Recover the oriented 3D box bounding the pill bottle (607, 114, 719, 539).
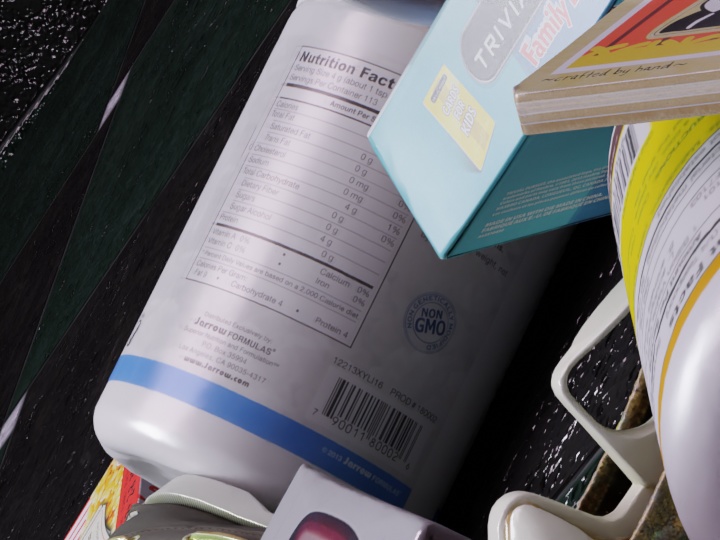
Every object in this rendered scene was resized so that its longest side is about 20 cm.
[{"bbox_3d":[0.113,0.011,0.627,0.109,0.109,0.200,-57,13,20],"label":"pill bottle"}]

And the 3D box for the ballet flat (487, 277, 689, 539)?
[{"bbox_3d":[0.073,0.058,0.795,0.201,0.070,0.071,-62,12,-2],"label":"ballet flat"}]

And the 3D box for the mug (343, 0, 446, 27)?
[{"bbox_3d":[0.030,-0.142,0.876,0.153,0.186,0.150,-152,84,-77],"label":"mug"}]

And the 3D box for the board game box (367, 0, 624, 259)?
[{"bbox_3d":[0.106,-0.094,0.771,0.150,0.047,0.200,-15,-28,-35],"label":"board game box"}]

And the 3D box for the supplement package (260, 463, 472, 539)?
[{"bbox_3d":[0.019,0.163,0.565,0.201,0.155,0.111,-63,12,-5],"label":"supplement package"}]

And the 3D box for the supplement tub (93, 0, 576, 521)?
[{"bbox_3d":[0.000,0.000,1.072,0.201,0.132,0.132,-64,12,-11],"label":"supplement tub"}]

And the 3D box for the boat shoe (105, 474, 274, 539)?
[{"bbox_3d":[-0.024,0.112,0.936,0.060,0.072,0.201,-31,22,-31],"label":"boat shoe"}]

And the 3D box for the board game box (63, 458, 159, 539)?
[{"bbox_3d":[-0.134,0.183,1.419,0.200,0.046,0.152,-58,12,18],"label":"board game box"}]

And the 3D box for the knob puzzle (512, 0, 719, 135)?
[{"bbox_3d":[0.151,-0.091,0.632,0.219,0.031,0.220,-19,17,6],"label":"knob puzzle"}]
